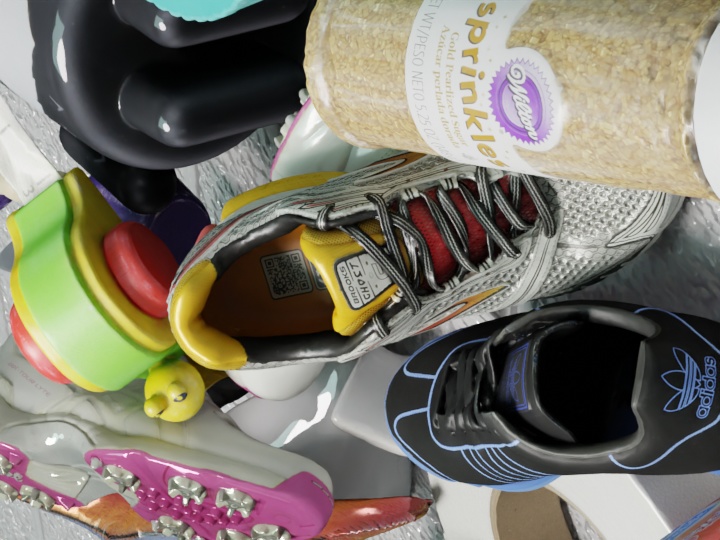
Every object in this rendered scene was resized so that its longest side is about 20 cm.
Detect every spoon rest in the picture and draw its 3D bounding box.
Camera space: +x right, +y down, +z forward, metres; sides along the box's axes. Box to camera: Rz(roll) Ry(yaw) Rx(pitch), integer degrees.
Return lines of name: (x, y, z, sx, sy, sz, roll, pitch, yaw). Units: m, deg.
spoon rest: (-0.010, 0.077, 1.166, 0.099, 0.061, 0.200, 24, 157, -8)

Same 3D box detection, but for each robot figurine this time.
robot figurine: (-0.100, -0.115, 1.044, 0.124, 0.151, 0.200, 29, -176, -41)

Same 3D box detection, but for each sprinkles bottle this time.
sprinkles bottle: (0.070, -0.061, 0.801, 0.199, 0.068, 0.069, 12, 129, 46)

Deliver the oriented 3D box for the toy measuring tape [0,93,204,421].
toy measuring tape: (-0.130, -0.017, 1.028, 0.200, 0.074, 0.073, 53, 157, -10)

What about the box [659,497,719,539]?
box: (0.168, 0.172, 0.872, 0.201, 0.102, 0.095, 57, 157, 4)

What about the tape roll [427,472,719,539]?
tape roll: (0.099, 0.120, 1.030, 0.203, 0.037, 0.204, 44, 151, 31)

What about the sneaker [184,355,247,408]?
sneaker: (-0.051, 0.015, 1.175, 0.200, 0.090, 0.070, -36, 93, 40)

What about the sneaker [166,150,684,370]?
sneaker: (0.022, -0.006, 0.893, 0.199, 0.082, 0.078, -21, 101, 21)

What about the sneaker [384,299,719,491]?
sneaker: (0.064, 0.041, 0.912, 0.199, 0.078, 0.071, -7, 71, 50)

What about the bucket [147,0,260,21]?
bucket: (-0.032, -0.188, 0.819, 0.207, 0.134, 0.208, 43, 152, 30)

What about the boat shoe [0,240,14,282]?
boat shoe: (-0.131, 0.025, 1.347, 0.200, 0.071, 0.070, 19, 143, 59)

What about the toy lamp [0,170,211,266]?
toy lamp: (-0.133, -0.033, 1.164, 0.199, 0.058, 0.059, 16, 131, 52)

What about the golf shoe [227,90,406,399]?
golf shoe: (0.000, 0.000, 1.008, 0.091, 0.075, 0.201, 39, 142, 13)

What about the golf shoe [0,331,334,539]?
golf shoe: (-0.093, 0.063, 1.108, 0.199, 0.092, 0.075, 11, 151, 29)

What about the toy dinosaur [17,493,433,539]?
toy dinosaur: (-0.076, 0.109, 1.167, 0.181, 0.105, 0.201, 31, 121, 2)
